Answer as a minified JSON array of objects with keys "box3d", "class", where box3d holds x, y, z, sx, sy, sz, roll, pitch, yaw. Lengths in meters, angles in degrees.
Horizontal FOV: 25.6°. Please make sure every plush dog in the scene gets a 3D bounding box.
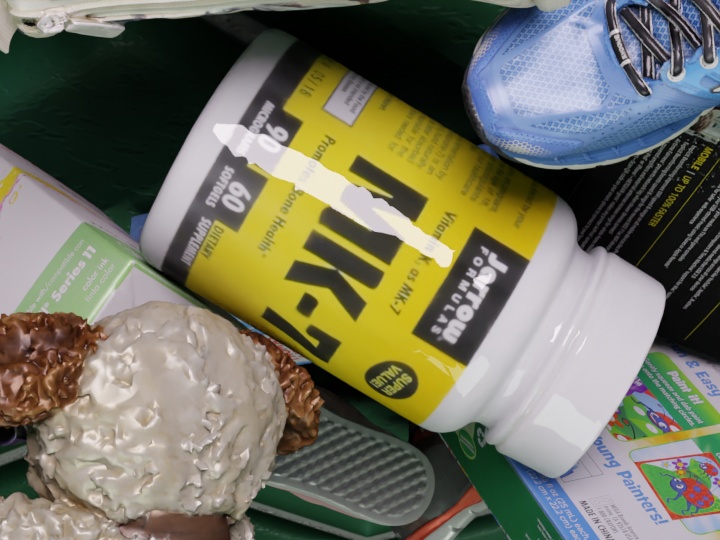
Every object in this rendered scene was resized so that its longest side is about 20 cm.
[{"box3d":[-0.093,0.095,0.624,0.199,0.173,0.160,10,-172,-44],"class":"plush dog"}]

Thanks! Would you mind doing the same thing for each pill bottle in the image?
[{"box3d":[0.019,-0.004,0.665,0.199,0.115,0.114,30,151,-1],"class":"pill bottle"}]

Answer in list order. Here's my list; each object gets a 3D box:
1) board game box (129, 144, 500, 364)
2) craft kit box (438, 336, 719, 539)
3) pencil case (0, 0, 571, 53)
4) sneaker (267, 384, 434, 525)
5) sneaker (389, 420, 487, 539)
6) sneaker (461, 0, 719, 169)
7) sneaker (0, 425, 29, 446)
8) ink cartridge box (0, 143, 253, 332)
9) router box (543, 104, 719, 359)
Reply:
[{"box3d":[0.000,0.000,0.842,0.199,0.037,0.151,-11,152,21],"class":"board game box"},{"box3d":[0.143,0.072,0.753,0.196,0.200,0.049,-10,127,-19],"class":"craft kit box"},{"box3d":[-0.030,-0.120,0.535,0.199,0.090,0.078,-2,169,7],"class":"pencil case"},{"box3d":[-0.054,0.098,1.004,0.200,0.076,0.105,31,172,-18],"class":"sneaker"},{"box3d":[0.068,0.111,1.024,0.200,0.082,0.077,-48,170,32],"class":"sneaker"},{"box3d":[0.126,-0.097,0.534,0.199,0.079,0.089,-24,175,7],"class":"sneaker"},{"box3d":[-0.200,0.071,0.941,0.075,0.088,0.200,-12,151,26],"class":"sneaker"},{"box3d":[-0.145,-0.001,0.750,0.200,0.067,0.117,34,178,39],"class":"ink cartridge box"},{"box3d":[0.169,-0.037,0.679,0.148,0.051,0.200,21,145,-5],"class":"router box"}]
